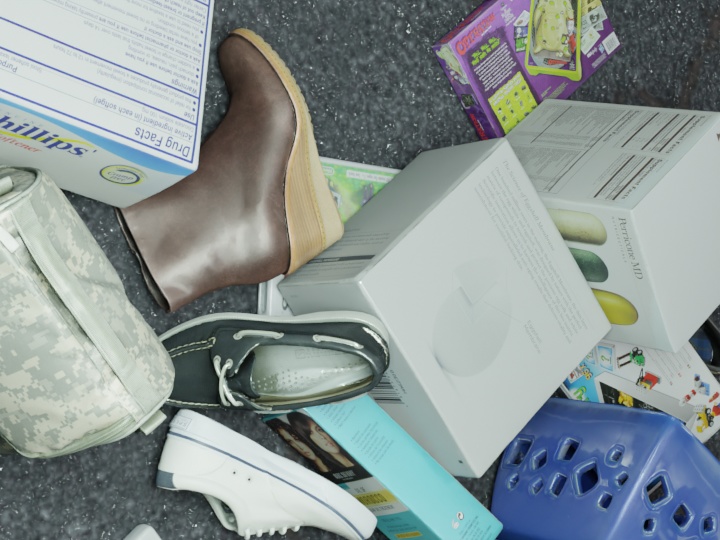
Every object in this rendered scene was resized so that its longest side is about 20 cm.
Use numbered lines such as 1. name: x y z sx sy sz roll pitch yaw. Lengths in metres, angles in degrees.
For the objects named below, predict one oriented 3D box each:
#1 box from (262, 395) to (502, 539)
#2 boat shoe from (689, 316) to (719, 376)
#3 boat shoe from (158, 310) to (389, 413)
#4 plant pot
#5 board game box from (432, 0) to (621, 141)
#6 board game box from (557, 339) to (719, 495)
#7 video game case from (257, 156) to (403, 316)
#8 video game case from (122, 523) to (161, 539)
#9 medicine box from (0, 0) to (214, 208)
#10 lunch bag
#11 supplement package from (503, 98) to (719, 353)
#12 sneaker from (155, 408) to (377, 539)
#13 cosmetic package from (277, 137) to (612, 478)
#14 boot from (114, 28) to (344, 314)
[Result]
1. box: 0.018 0.165 1.340 0.200 0.082 0.049 44 63 -11
2. boat shoe: 0.301 0.042 1.604 0.200 0.066 0.070 46 61 -26
3. boat shoe: -0.077 0.072 1.241 0.060 0.199 0.076 -80 156 -66
4. plant pot: 0.221 0.245 1.454 0.200 0.199 0.180 45 68 -27
5. board game box: 0.160 -0.210 1.535 0.200 0.032 0.121 -42 116 -33
6. board game box: 0.260 0.104 1.560 0.126 0.035 0.200 -41 114 -5
7. video game case: 0.000 0.000 1.401 0.199 0.022 0.183 7 83 -38
8. video game case: -0.172 0.329 1.247 0.182 0.023 0.201 -44 113 -31
9. medicine box: -0.209 -0.173 1.177 0.181 0.103 0.201 20 64 -35
10. lunch bag: -0.228 0.027 1.131 0.139 0.167 0.201 -44 112 -31
11. supplement package: 0.218 -0.044 1.445 0.151 0.199 0.152 -42 124 -31
12. sneaker: -0.079 0.181 1.308 0.199 0.073 0.071 30 79 -23
13. cosmetic package: 0.074 0.031 1.365 0.200 0.123 0.200 -42 112 -29
14. boot: -0.117 -0.081 1.288 0.166 0.072 0.201 -21 84 -22
